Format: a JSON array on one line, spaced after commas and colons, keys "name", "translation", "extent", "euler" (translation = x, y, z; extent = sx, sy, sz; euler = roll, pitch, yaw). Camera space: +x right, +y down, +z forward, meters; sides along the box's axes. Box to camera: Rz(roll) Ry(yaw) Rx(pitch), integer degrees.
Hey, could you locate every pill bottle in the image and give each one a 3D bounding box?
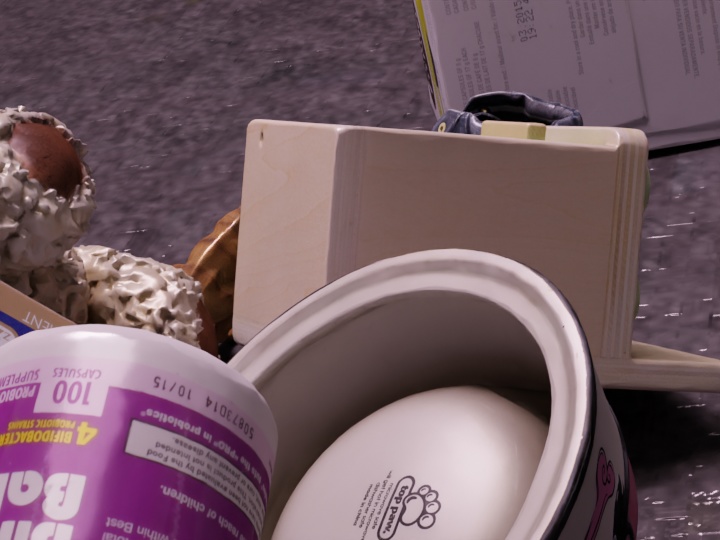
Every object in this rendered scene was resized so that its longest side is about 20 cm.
[{"name": "pill bottle", "translation": [-0.097, 0.129, 0.845], "extent": [0.111, 0.112, 0.201], "euler": [-3, 56, 19]}]

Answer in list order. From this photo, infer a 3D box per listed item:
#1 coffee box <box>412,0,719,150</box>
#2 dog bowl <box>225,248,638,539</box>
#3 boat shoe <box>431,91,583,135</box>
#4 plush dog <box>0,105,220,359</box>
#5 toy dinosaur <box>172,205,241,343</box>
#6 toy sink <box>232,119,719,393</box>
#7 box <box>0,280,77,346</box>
[{"name": "coffee box", "translation": [0.129, -0.189, 1.536], "extent": [0.198, 0.201, 0.198], "euler": [-11, 20, 0]}, {"name": "dog bowl", "translation": [0.015, 0.094, 0.928], "extent": [0.199, 0.074, 0.201], "euler": [-24, 41, 23]}, {"name": "boat shoe", "translation": [0.047, -0.053, 1.373], "extent": [0.199, 0.092, 0.071], "euler": [8, 25, 39]}, {"name": "plush dog", "translation": [-0.168, 0.050, 1.060], "extent": [0.159, 0.200, 0.173], "euler": [-3, 56, 25]}, {"name": "toy dinosaur", "translation": [-0.087, 0.017, 1.278], "extent": [0.201, 0.060, 0.106], "euler": [-56, -6, -17]}, {"name": "toy sink", "translation": [0.057, -0.011, 1.120], "extent": [0.198, 0.113, 0.130], "euler": [4, 3, -19]}, {"name": "box", "translation": [-0.150, 0.103, 0.920], "extent": [0.032, 0.121, 0.201], "euler": [-30, 34, 56]}]
